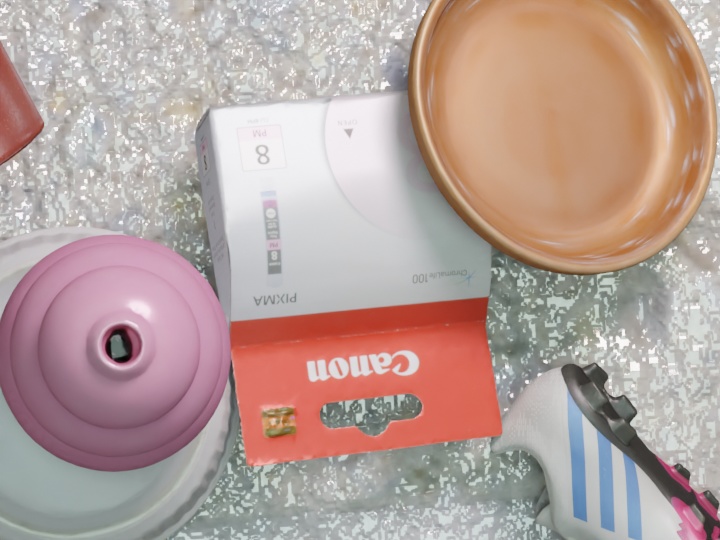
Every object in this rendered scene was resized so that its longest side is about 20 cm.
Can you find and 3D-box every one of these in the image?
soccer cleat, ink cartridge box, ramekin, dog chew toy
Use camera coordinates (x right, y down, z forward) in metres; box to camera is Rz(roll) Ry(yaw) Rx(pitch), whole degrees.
[{"bbox_3d":[0.157,0.145,1.395,0.086,0.070,0.200,-37,96,19],"label":"soccer cleat"},{"bbox_3d":[0.000,0.000,1.350,0.162,0.057,0.201,-6,74,-17],"label":"ink cartridge box"},{"bbox_3d":[-0.164,0.072,1.337,0.201,0.094,0.203,1,86,-8],"label":"ramekin"},{"bbox_3d":[-0.124,0.041,1.196,0.124,0.200,0.125,0,87,-7],"label":"dog chew toy"}]

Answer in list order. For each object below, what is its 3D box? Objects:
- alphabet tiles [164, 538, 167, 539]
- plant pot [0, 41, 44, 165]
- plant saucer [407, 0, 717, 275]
[{"bbox_3d":[-0.207,0.188,1.382,0.199,0.006,0.167,-20,91,-5],"label":"alphabet tiles"},{"bbox_3d":[-0.286,-0.120,1.293,0.200,0.201,0.196,-33,101,-4],"label":"plant pot"},{"bbox_3d":[0.114,-0.093,1.369,0.199,0.037,0.201,6,75,-24],"label":"plant saucer"}]
